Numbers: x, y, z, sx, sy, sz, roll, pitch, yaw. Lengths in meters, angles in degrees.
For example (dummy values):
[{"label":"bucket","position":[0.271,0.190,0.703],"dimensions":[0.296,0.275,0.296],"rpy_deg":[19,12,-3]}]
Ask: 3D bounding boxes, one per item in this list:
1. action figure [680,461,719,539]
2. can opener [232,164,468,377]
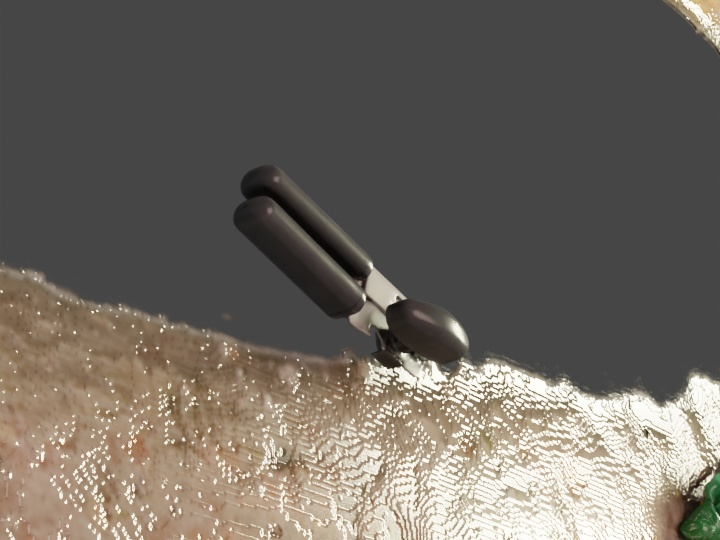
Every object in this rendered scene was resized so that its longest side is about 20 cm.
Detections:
[{"label":"action figure","position":[0.336,0.197,1.818],"dimensions":[0.200,0.055,0.119],"rpy_deg":[-14,90,-50]},{"label":"can opener","position":[0.000,0.000,1.400],"dimensions":[0.200,0.067,0.054],"rpy_deg":[44,42,-37]}]
